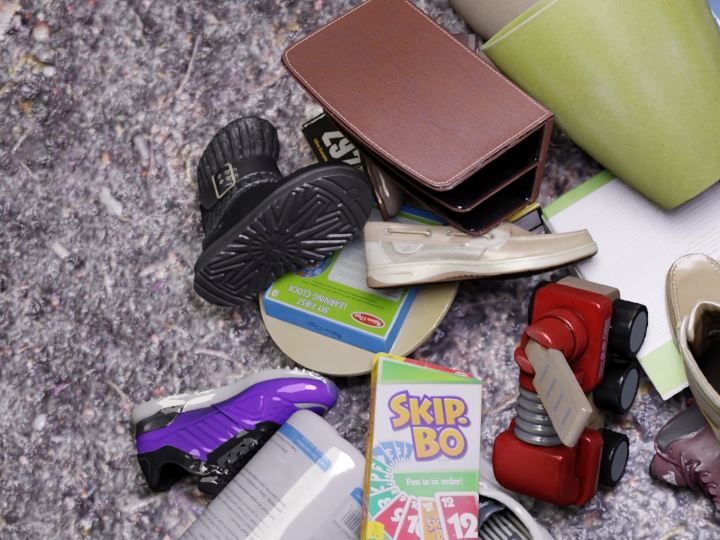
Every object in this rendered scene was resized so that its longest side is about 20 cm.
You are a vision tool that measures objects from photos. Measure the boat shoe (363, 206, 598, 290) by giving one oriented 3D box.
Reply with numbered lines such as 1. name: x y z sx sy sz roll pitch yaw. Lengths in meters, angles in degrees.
1. boat shoe: 0.101 -0.025 1.677 0.198 0.072 0.066 -6 85 7

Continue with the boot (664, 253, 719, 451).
1. boot: 0.283 0.050 1.572 0.071 0.155 0.202 -19 61 9

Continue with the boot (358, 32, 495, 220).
1. boot: 0.063 -0.140 1.770 0.145 0.071 0.201 -14 52 -3

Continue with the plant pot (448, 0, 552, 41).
1. plant pot: 0.170 -0.266 1.804 0.198 0.200 0.136 -21 75 6

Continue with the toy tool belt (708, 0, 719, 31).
1. toy tool belt: 0.322 -0.190 1.720 0.124 0.123 0.202 -20 85 -16

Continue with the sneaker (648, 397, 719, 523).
1. sneaker: 0.294 0.189 1.633 0.114 0.076 0.202 -5 55 19

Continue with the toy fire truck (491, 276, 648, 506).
1. toy fire truck: 0.160 0.113 1.597 0.128 0.199 0.178 15 108 27

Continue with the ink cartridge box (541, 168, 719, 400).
1. ink cartridge box: 0.269 0.001 1.717 0.147 0.076 0.201 -31 71 0

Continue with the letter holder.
1. letter holder: 0.038 -0.119 1.648 0.142 0.101 0.200 -33 59 -29

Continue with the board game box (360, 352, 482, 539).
1. board game box: 0.052 0.153 1.637 0.095 0.030 0.201 14 48 -11

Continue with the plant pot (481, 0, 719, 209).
1. plant pot: 0.232 -0.158 1.645 0.186 0.187 0.201 -36 96 -2

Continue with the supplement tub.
1. supplement tub: -0.070 0.230 1.676 0.200 0.132 0.132 -46 63 -8

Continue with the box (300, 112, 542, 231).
1. box: 0.056 -0.089 1.830 0.159 0.049 0.201 -30 63 3

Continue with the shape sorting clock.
1. shape sorting clock: 0.000 0.000 1.761 0.198 0.039 0.202 -11 59 19

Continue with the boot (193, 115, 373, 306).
1. boot: -0.074 -0.078 1.772 0.210 0.079 0.159 -29 40 31

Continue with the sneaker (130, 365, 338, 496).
1. sneaker: -0.108 0.152 1.759 0.198 0.070 0.101 -15 64 18

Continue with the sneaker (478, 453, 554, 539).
1. sneaker: 0.097 0.194 1.678 0.200 0.071 0.073 38 81 26
